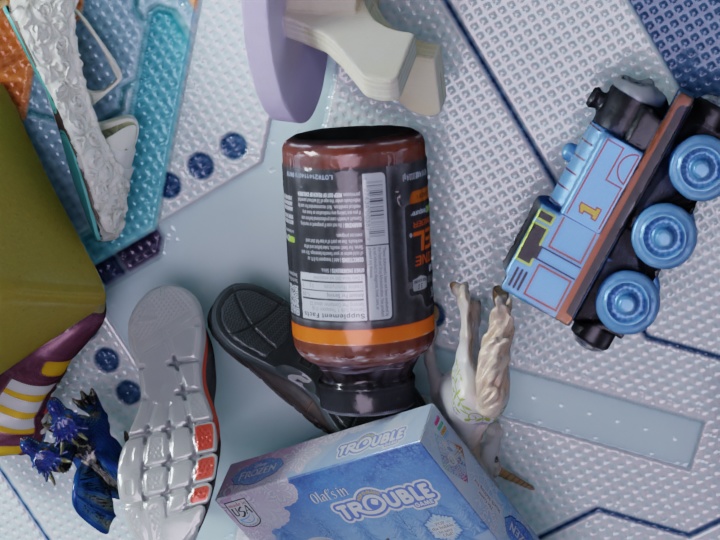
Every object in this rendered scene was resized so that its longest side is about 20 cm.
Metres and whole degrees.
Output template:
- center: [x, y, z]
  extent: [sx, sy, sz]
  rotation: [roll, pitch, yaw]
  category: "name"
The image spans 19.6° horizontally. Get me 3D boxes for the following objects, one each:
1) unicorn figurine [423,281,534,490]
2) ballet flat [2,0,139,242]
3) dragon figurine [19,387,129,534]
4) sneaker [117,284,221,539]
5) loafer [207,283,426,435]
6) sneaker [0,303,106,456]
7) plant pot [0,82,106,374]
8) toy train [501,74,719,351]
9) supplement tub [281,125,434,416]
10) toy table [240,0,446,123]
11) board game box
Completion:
- center: [0.082, 0.087, 1.529]
  extent: [0.073, 0.200, 0.139]
  rotation: [-5, 79, 5]
  category: "unicorn figurine"
- center: [-0.200, -0.119, 1.539]
  extent: [0.071, 0.072, 0.201]
  rotation: [-15, 106, 15]
  category: "ballet flat"
- center: [-0.190, 0.157, 1.588]
  extent: [0.059, 0.100, 0.200]
  rotation: [-33, 123, 9]
  category: "dragon figurine"
- center: [-0.131, 0.116, 1.563]
  extent: [0.076, 0.082, 0.202]
  rotation: [-2, 73, 13]
  category: "sneaker"
- center: [-0.030, 0.080, 1.587]
  extent: [0.199, 0.063, 0.072]
  rotation: [37, 70, -5]
  category: "loafer"
- center: [-0.260, 0.088, 1.626]
  extent: [0.199, 0.075, 0.090]
  rotation: [-33, 117, 20]
  category: "sneaker"
- center: [-0.341, -0.013, 1.497]
  extent: [0.194, 0.200, 0.197]
  rotation: [-33, 78, 20]
  category: "plant pot"
- center: [0.184, -0.044, 1.469]
  extent: [0.114, 0.087, 0.201]
  rotation: [28, 102, 2]
  category: "toy train"
- center: [0.000, 0.000, 1.507]
  extent: [0.106, 0.107, 0.202]
  rotation: [-1, 101, 11]
  category: "supplement tub"
- center: [-0.005, -0.185, 1.427]
  extent: [0.116, 0.185, 0.201]
  rotation: [7, 148, 16]
  category: "toy table"
- center: [0.026, 0.203, 1.564]
  extent: [0.199, 0.044, 0.199]
  rotation: [-20, 120, 35]
  category: "board game box"
